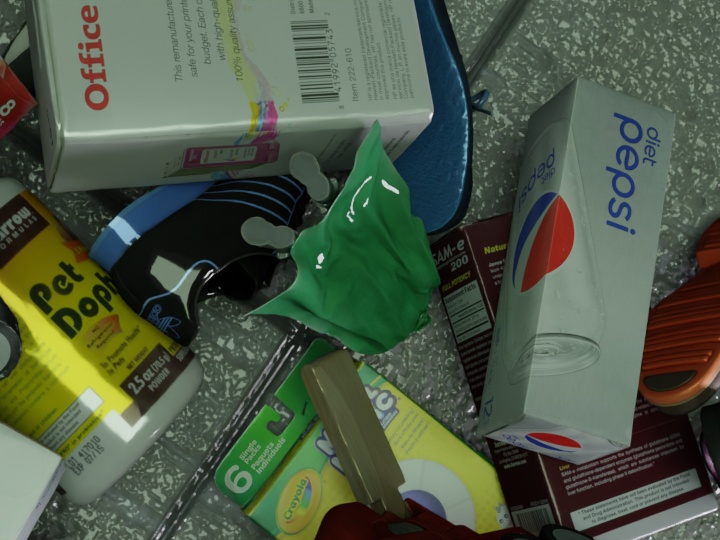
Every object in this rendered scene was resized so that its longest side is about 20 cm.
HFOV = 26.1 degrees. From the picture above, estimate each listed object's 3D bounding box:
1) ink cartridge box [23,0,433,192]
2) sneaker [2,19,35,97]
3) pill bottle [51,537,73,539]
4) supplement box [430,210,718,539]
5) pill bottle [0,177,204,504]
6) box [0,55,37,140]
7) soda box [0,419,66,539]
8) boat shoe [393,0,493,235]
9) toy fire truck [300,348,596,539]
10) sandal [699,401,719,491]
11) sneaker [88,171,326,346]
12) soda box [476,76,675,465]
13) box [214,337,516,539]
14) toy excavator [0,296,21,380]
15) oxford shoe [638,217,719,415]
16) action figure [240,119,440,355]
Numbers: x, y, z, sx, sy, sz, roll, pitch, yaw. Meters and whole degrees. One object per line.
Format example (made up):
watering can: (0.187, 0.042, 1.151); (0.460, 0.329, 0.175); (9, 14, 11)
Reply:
ink cartridge box: (-0.076, -0.128, 0.826); (0.198, 0.085, 0.146); (-5, 77, -19)
sneaker: (-0.113, -0.138, 0.902); (0.199, 0.074, 0.085); (-28, 93, -10)
pill bottle: (-0.249, 0.204, 0.847); (0.198, 0.111, 0.112); (-10, 90, -10)
supplement box: (0.123, 0.063, 0.919); (0.108, 0.061, 0.202); (-14, 82, -24)
pill bottle: (-0.190, 0.026, 0.865); (0.200, 0.109, 0.109); (45, 82, -6)
box: (-0.273, -0.127, 0.814); (0.100, 0.096, 0.200); (-44, 56, -8)
soda box: (-0.224, 0.166, 0.769); (0.068, 0.064, 0.201); (29, 75, -2)
boat shoe: (0.039, -0.121, 0.923); (0.083, 0.069, 0.202); (-7, 85, 20)
toy fire truck: (0.019, 0.140, 0.819); (0.199, 0.175, 0.130); (27, 101, 30)
sandal: (0.220, 0.112, 0.911); (0.048, 0.200, 0.076); (-22, 69, 20)
sneaker: (-0.060, -0.035, 0.885); (0.078, 0.070, 0.200); (47, 59, 5)
soda box: (0.121, 0.000, 0.866); (0.068, 0.063, 0.202); (18, 69, -15)
box: (0.020, 0.143, 0.929); (0.199, 0.048, 0.118); (38, 81, -5)
toy excavator: (-0.263, 0.035, 0.747); (0.198, 0.196, 0.100); (-19, 46, -5)
oxford shoe: (0.221, 0.034, 0.915); (0.200, 0.071, 0.073); (-45, 117, -45)
action figure: (0.000, 0.000, 0.865); (0.055, 0.200, 0.118); (37, 86, 28)
